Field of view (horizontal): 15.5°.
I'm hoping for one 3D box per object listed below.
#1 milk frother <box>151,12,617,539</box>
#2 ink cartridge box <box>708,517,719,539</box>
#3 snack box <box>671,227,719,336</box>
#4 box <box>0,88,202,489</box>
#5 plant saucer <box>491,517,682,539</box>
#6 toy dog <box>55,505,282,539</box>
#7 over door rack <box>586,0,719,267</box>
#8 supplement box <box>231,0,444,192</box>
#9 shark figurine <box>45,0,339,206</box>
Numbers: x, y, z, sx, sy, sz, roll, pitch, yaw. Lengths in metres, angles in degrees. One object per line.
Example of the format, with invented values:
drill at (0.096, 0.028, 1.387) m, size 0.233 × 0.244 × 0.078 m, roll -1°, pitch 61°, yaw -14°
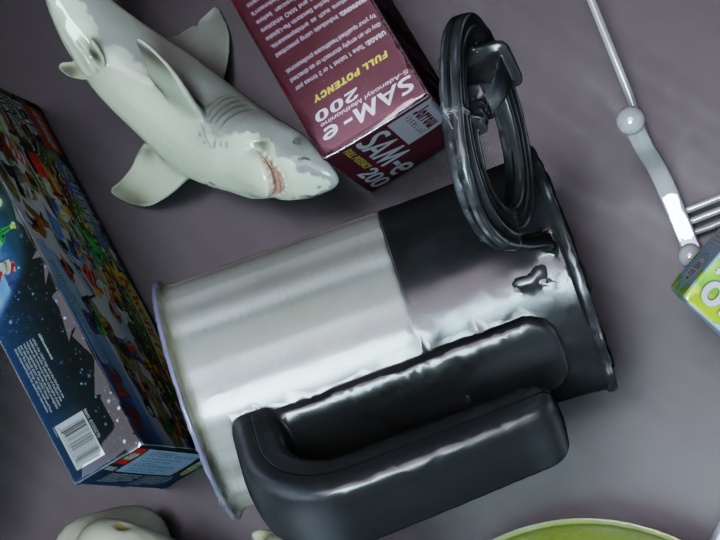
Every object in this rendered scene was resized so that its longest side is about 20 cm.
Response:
milk frother at (0.000, 0.000, 1.160) m, size 0.188 × 0.181 × 0.201 m, roll -20°, pitch 107°, yaw 2°
ink cartridge box at (0.202, 0.211, 1.190) m, size 0.162 × 0.057 × 0.200 m, roll 27°, pitch 86°, yaw 13°
snack box at (0.257, 0.022, 1.169) m, size 0.200 × 0.053 × 0.142 m, roll 41°, pitch 94°, yaw -5°
box at (-0.142, 0.006, 1.234) m, size 0.038 × 0.137 × 0.200 m, roll -31°, pitch 79°, yaw 9°
plant saucer at (0.111, 0.206, 1.191) m, size 0.199 × 0.031 × 0.201 m, roll 3°, pitch 99°, yaw 19°
toy dog at (-0.058, 0.170, 1.163) m, size 0.199 × 0.194 × 0.140 m, roll 2°, pitch 75°, yaw 31°
over door rack at (0.179, -0.116, 1.219) m, size 0.147 × 0.067 × 0.201 m, roll -22°, pitch 80°, yaw 7°
supplement box at (-0.031, -0.141, 1.242) m, size 0.061 × 0.109 × 0.200 m, roll -32°, pitch 78°, yaw 7°
shark figurine at (-0.099, -0.118, 1.264) m, size 0.215 × 0.128 × 0.090 m, roll 52°, pitch 53°, yaw -12°
